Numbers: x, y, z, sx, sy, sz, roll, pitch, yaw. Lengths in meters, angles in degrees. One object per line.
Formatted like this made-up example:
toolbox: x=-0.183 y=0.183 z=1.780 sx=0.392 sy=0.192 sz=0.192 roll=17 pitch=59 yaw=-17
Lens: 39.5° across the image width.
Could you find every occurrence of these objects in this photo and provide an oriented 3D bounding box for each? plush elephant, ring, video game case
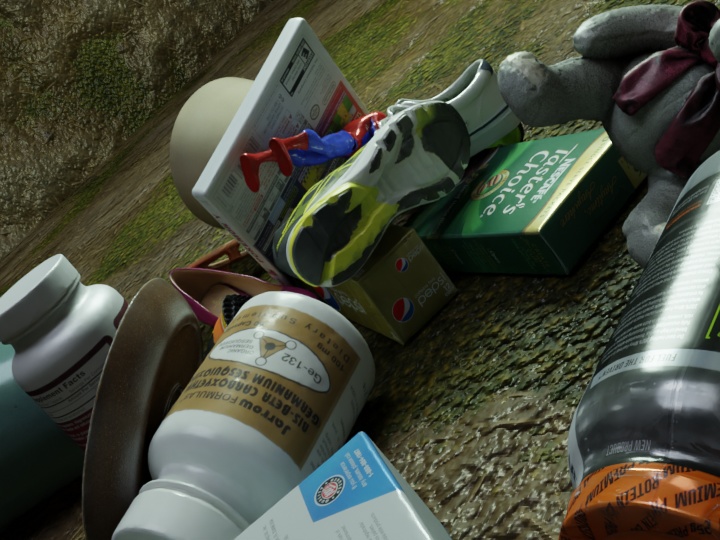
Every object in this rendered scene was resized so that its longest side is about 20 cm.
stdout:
plush elephant: x=0.217 y=-0.118 z=0.594 sx=0.199 sy=0.166 sz=0.155 roll=-24 pitch=-17 yaw=-33
ring: x=-0.104 y=-0.029 z=1.070 sx=0.199 sy=0.019 sz=0.200 roll=-26 pitch=-1 yaw=-1
video game case: x=-0.059 y=-0.102 z=0.954 sx=0.023 sy=0.182 sz=0.201 roll=9 pitch=64 yaw=37

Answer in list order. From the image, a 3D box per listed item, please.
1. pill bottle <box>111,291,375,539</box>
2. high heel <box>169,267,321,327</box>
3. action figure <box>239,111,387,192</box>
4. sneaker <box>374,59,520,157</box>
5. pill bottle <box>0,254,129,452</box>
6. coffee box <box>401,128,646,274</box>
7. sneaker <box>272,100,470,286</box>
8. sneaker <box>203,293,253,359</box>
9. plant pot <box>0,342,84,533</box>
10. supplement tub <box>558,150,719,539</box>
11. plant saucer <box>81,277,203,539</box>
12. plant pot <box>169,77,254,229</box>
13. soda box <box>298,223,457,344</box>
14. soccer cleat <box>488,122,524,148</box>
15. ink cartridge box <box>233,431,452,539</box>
pill bottle: x=-0.076 y=0.119 z=0.667 sx=0.114 sy=0.115 sz=0.201 roll=-20 pitch=28 yaw=41
high heel: x=-0.112 y=0.030 z=0.935 sx=0.199 sy=0.096 sz=0.068 roll=-11 pitch=48 yaw=58
action figure: x=-0.016 y=-0.089 z=0.923 sx=0.065 sy=0.100 sz=0.199 roll=-17 pitch=8 yaw=38
sneaker: x=0.040 y=-0.109 z=0.858 sx=0.199 sy=0.071 sz=0.073 roll=-34 pitch=17 yaw=-8
pill bottle: x=-0.221 y=0.088 z=0.861 sx=0.112 sy=0.201 sz=0.113 roll=-33 pitch=20 yaw=14
coffee box: x=0.122 y=-0.053 z=0.791 sx=0.123 sy=0.044 sz=0.199 roll=-46 pitch=21 yaw=-19
sneaker: x=0.003 y=-0.066 z=0.786 sx=0.200 sy=0.075 sz=0.084 roll=-41 pitch=21 yaw=-24
sneaker: x=-0.100 y=0.110 z=0.824 sx=0.201 sy=0.069 sz=0.091 roll=-97 pitch=27 yaw=-54
plant pot: x=-0.351 y=0.153 z=0.985 sx=0.195 sy=0.201 sz=0.201 roll=-28 pitch=21 yaw=6
supplement tub: x=0.160 y=0.046 z=0.403 sx=0.122 sy=0.123 sz=0.200 roll=-14 pitch=31 yaw=48
plant saucer: x=-0.148 y=0.107 z=0.720 sx=0.032 sy=0.202 sz=0.201 roll=8 pitch=31 yaw=4
plant pot: x=-0.094 y=-0.135 z=1.181 sx=0.199 sy=0.188 sz=0.188 roll=9 pitch=50 yaw=48
soda box: x=0.000 y=0.000 z=0.856 sx=0.064 sy=0.068 sz=0.200 roll=-42 pitch=20 yaw=-13
soccer cleat: x=0.089 y=-0.128 z=0.980 sx=0.199 sy=0.068 sz=0.081 roll=-15 pitch=29 yaw=54
ink cartridge box: x=-0.035 y=0.194 z=0.481 sx=0.200 sy=0.084 sz=0.145 roll=-40 pitch=20 yaw=-2
